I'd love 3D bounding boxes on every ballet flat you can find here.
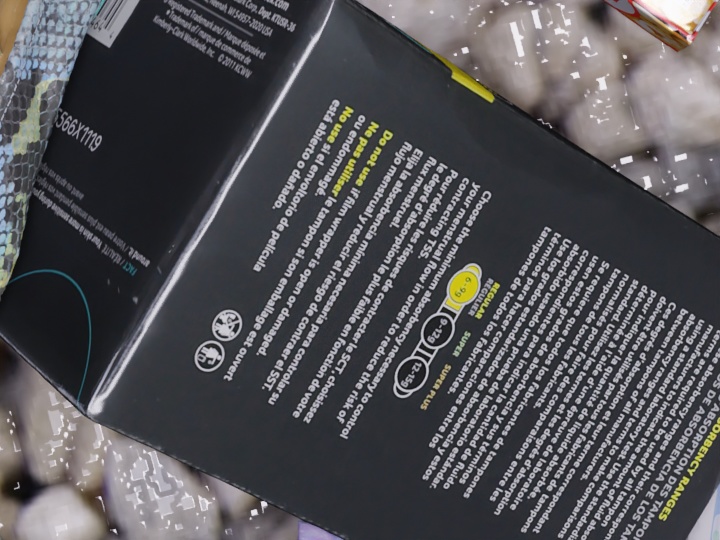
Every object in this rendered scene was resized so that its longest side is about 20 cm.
[{"bbox_3d":[-0.109,-0.070,0.754,0.074,0.074,0.200,10,67,1],"label":"ballet flat"}]

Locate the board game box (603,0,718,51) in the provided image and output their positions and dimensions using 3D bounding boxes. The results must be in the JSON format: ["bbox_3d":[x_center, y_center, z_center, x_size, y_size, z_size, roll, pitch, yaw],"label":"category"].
[{"bbox_3d":[0.065,-0.189,0.893,0.200,0.046,0.152,35,92,0],"label":"board game box"}]

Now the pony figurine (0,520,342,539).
[{"bbox_3d":[-0.074,0.142,0.852,0.200,0.167,0.193,-18,120,16],"label":"pony figurine"}]

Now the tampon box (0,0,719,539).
[{"bbox_3d":[0.000,0.000,0.805,0.200,0.150,0.126,30,92,-35],"label":"tampon box"}]

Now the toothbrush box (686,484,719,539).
[{"bbox_3d":[0.215,0.094,0.812,0.200,0.146,0.086,7,92,-25],"label":"toothbrush box"}]
